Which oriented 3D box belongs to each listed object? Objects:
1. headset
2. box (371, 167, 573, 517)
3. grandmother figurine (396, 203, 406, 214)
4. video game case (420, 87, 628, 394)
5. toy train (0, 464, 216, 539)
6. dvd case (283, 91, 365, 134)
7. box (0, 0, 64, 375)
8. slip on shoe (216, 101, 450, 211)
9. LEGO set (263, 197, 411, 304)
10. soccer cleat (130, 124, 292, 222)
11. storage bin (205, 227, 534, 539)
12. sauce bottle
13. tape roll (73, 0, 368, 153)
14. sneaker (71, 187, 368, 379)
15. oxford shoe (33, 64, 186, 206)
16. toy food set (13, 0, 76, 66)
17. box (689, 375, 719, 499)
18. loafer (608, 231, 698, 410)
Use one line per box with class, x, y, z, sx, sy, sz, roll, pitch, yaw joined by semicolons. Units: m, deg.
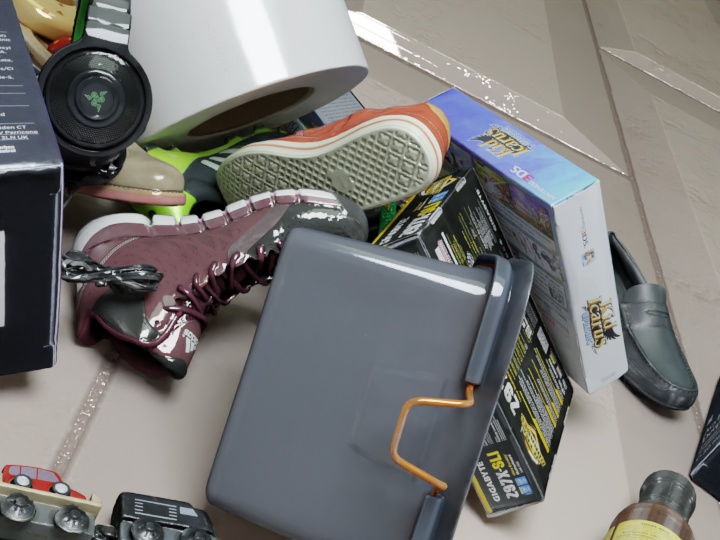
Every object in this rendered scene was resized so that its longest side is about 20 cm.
headset;-0.155;-0.089;0.652;0.093;0.123;0.202;10;74;-20
box;0.084;0.043;0.754;0.201;0.049;0.160;64;27;-12
grandmother figurine;0.034;-0.075;0.941;0.199;0.060;0.122;17;59;-35
video game case;0.126;-0.028;0.842;0.045;0.182;0.200;-29;38;-12
toy train;-0.167;0.120;0.541;0.199;0.034;0.046;17;30;-23
dvd case;-0.043;-0.161;1.023;0.200;0.018;0.142;51;28;8
box;-0.239;-0.057;0.605;0.104;0.149;0.201;-6;45;-24
slip on shoe;-0.020;-0.071;0.741;0.061;0.199;0.074;-46;116;-46
LEGO set;0.000;0.000;0.819;0.154;0.115;0.201;44;34;-41
soccer cleat;-0.104;-0.064;0.848;0.200;0.067;0.081;-22;77;-54
storage bin;-0.001;0.071;0.598;0.133;0.202;0.146;17;2;-2
sauce bottle;0.190;0.197;0.711;0.065;0.065;0.200;37;32;10
tape roll;-0.108;-0.185;0.833;0.202;0.202;0.140;-21;91;-53
sneaker;-0.089;0.017;0.686;0.198;0.076;0.116;-9;50;3
oxford shoe;-0.198;-0.100;0.742;0.199;0.075;0.070;24;11;22
toy food set;-0.215;-0.211;0.967;0.200;0.049;0.197;46;33;24
box;0.384;0.114;0.921;0.107;0.149;0.200;37;30;10
loafer;0.254;0.043;0.987;0.068;0.071;0.201;11;36;-29
